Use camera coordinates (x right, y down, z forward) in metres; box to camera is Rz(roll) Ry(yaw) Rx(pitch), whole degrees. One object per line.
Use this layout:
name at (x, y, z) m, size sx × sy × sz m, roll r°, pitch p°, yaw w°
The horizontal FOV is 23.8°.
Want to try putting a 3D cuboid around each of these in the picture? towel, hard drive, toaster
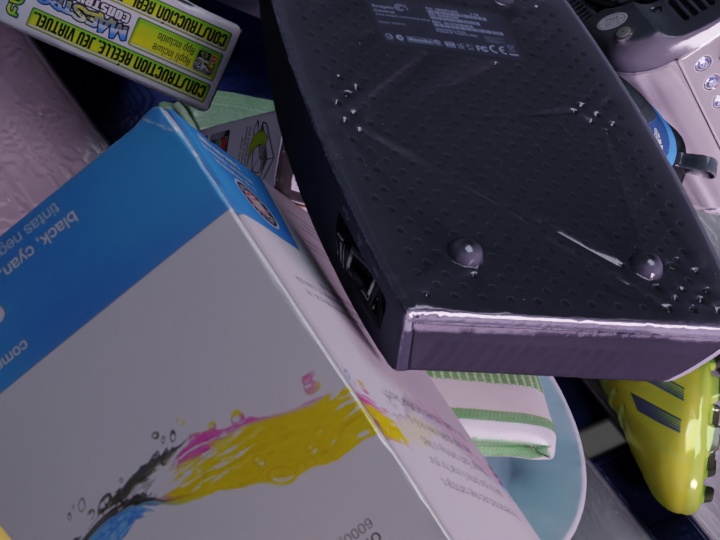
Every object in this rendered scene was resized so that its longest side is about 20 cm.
towel at (0.000, 0.000, 0.768) m, size 0.152 × 0.023 × 0.201 m, roll 7°, pitch 44°, yaw -37°
hard drive at (0.037, -0.042, 0.582) m, size 0.134 × 0.043 × 0.201 m, roll 4°, pitch 42°, yaw -24°
toaster at (0.149, -0.119, 0.785) m, size 0.129 × 0.113 × 0.200 m, roll 53°, pitch 6°, yaw -38°

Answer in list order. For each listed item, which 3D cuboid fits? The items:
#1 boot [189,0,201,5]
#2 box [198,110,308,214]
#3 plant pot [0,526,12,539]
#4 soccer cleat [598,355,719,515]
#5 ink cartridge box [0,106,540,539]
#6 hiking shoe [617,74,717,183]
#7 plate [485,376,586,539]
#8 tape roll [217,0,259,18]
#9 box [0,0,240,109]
boot at (-0.129, -0.204, 0.805) m, size 0.069 × 0.201 × 0.131 m, roll 22°, pitch 36°, yaw 32°
box at (0.025, -0.018, 0.697) m, size 0.199 × 0.110 × 0.035 m, roll 15°, pitch 80°, yaw -31°
plant pot at (-0.158, 0.148, 0.378) m, size 0.176 × 0.200 × 0.201 m, roll 38°, pitch 34°, yaw -18°
soccer cleat at (0.136, 0.040, 0.862) m, size 0.083 × 0.065 × 0.201 m, roll 0°, pitch 47°, yaw 0°
ink cartridge box at (-0.037, 0.086, 0.535) m, size 0.201 × 0.144 × 0.147 m, roll 55°, pitch 7°, yaw 23°
hiking shoe at (0.056, -0.054, 0.744) m, size 0.086 × 0.075 × 0.200 m, roll 28°, pitch -7°, yaw -31°
plate at (0.011, 0.057, 0.751) m, size 0.199 × 0.026 × 0.201 m, roll 24°, pitch 37°, yaw -19°
tape roll at (0.012, -0.215, 0.904) m, size 0.138 × 0.203 × 0.204 m, roll 18°, pitch 39°, yaw -22°
box at (-0.124, -0.115, 0.721) m, size 0.109 × 0.035 × 0.200 m, roll 22°, pitch 5°, yaw -18°
